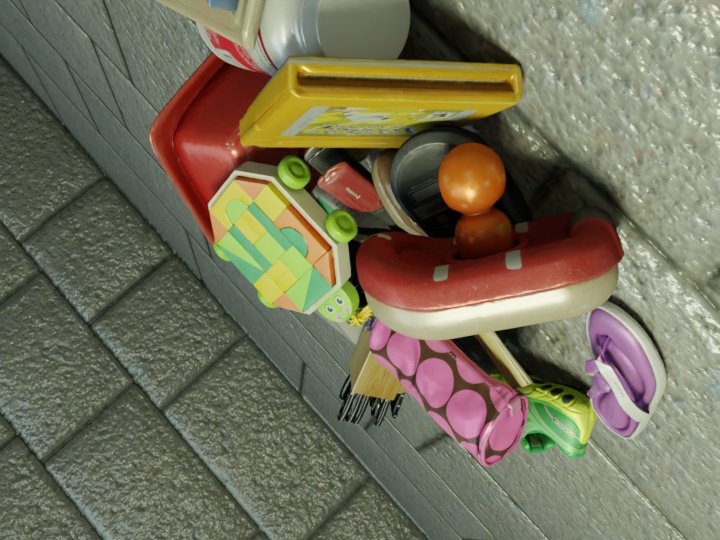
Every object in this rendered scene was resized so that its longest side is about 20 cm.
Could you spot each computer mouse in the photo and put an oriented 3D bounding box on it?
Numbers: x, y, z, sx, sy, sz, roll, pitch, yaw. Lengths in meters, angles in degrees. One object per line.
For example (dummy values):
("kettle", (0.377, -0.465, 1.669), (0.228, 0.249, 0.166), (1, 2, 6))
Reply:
("computer mouse", (0.090, -0.050, 0.684), (0.201, 0.137, 0.053), (55, -152, -37))

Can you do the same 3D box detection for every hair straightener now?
("hair straightener", (0.007, -0.090, 0.816), (0.199, 0.041, 0.078), (22, -146, -55))

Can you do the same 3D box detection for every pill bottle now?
("pill bottle", (-0.051, -0.213, 0.657), (0.199, 0.112, 0.113), (29, 155, 50))

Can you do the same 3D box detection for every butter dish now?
("butter dish", (-0.096, -0.135, 0.870), (0.146, 0.201, 0.201), (18, 150, 30))

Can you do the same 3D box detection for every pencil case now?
("pencil case", (0.093, 0.110, 0.856), (0.200, 0.090, 0.095), (41, 122, 34))

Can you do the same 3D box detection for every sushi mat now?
("sushi mat", (0.112, 0.040, 0.842), (0.201, 0.012, 0.096), (55, 177, 9))

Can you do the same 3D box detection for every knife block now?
("knife block", (0.014, 0.141, 1.181), (0.201, 0.174, 0.064), (58, -167, -36))

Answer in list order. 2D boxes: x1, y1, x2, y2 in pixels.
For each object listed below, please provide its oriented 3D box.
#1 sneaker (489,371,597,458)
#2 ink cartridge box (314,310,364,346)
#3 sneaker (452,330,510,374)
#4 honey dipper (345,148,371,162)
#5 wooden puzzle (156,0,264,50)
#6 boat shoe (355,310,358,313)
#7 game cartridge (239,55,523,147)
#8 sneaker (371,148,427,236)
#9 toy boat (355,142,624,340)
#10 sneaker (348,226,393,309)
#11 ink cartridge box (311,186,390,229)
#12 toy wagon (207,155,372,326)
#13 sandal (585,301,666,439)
("sneaker", (0.186, 0.161, 0.910), (0.073, 0.085, 0.199), (6, -178, -23))
("ink cartridge box", (-0.059, 0.013, 1.236), (0.199, 0.084, 0.146), (35, 167, 41))
("sneaker", (0.098, 0.041, 0.953), (0.199, 0.075, 0.080), (30, 143, 34))
("honey dipper", (-0.037, -0.144, 0.771), (0.038, 0.038, 0.200), (43, -172, 19))
("wooden puzzle", (-0.122, -0.288, 0.609), (0.199, 0.046, 0.188), (38, 121, 41))
("boat shoe", (-0.056, -0.022, 1.031), (0.201, 0.071, 0.064), (52, 165, -18))
("game cartridge", (0.004, -0.125, 0.633), (0.200, 0.173, 0.033), (169, 97, -72))
("sneaker", (0.096, -0.047, 0.765), (0.200, 0.071, 0.075), (48, 146, -8))
("toy boat", (0.090, -0.029, 0.602), (0.131, 0.197, 0.133), (-47, -57, -70))
("sneaker", (0.000, 0.000, 0.898), (0.071, 0.083, 0.200), (33, 171, -11))
("ink cartridge box", (-0.014, -0.043, 1.077), (0.160, 0.050, 0.201), (39, 159, 34))
("toy wagon", (-0.065, -0.016, 0.809), (0.200, 0.040, 0.155), (48, 134, -3))
("sandal", (0.235, 0.108, 0.737), (0.082, 0.050, 0.204), (36, 159, 39))
